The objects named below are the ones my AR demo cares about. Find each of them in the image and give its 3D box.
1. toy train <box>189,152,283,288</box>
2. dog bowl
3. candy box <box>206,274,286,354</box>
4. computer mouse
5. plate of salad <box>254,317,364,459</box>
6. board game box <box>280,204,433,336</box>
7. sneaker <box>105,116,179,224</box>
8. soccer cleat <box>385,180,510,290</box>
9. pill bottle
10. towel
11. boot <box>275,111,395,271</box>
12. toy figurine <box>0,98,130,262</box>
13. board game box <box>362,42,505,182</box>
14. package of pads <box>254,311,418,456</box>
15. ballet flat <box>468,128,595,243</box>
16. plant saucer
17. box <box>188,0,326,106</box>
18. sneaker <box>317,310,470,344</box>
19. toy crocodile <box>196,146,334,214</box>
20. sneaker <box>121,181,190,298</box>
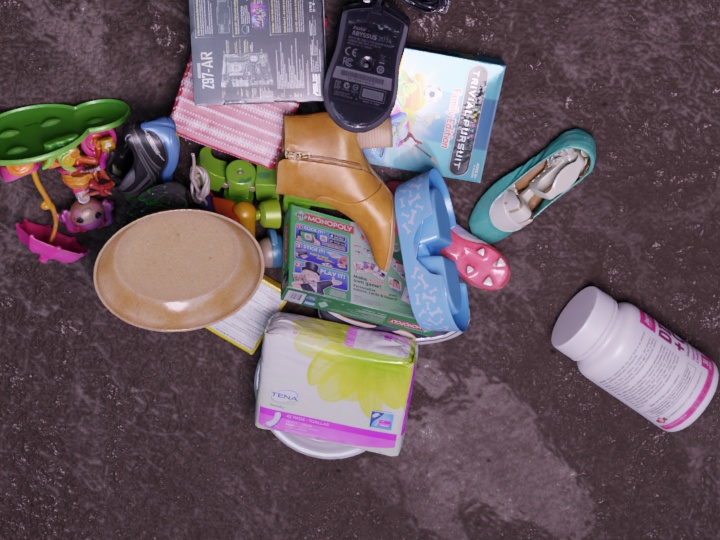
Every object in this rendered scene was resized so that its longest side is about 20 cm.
[{"bbox_3d":[-0.149,-0.069,1.487,0.115,0.085,0.200,-7,138,-14],"label":"toy train"},{"bbox_3d":[0.085,-0.021,1.462,0.049,0.111,0.201,-11,81,18],"label":"dog bowl"},{"bbox_3d":[-0.201,0.019,1.597,0.200,0.026,0.102,31,109,-10],"label":"candy box"},{"bbox_3d":[0.015,-0.258,1.433,0.138,0.053,0.200,17,90,-6],"label":"computer mouse"},{"bbox_3d":[-0.043,0.157,1.638,0.200,0.048,0.201,2,103,7],"label":"plate of salad"},{"bbox_3d":[0.000,0.000,1.515,0.200,0.135,0.029,15,137,-17],"label":"board game box"},{"bbox_3d":[-0.272,-0.117,1.489,0.083,0.071,0.200,0,145,-17],"label":"sneaker"},{"bbox_3d":[0.105,-0.041,1.554,0.200,0.076,0.067,35,88,8],"label":"soccer cleat"},{"bbox_3d":[0.356,0.113,1.585,0.200,0.113,0.113,34,107,-12],"label":"pill bottle"},{"bbox_3d":[-0.137,-0.240,1.479,0.144,0.022,0.200,20,96,-7],"label":"towel"},{"bbox_3d":[-0.031,-0.094,1.480,0.144,0.071,0.202,-4,102,-5],"label":"boot"},{"bbox_3d":[-0.368,-0.101,1.520,0.200,0.150,0.184,-19,126,-18],"label":"toy figurine"},{"bbox_3d":[0.065,-0.202,1.502,0.199,0.047,0.151,9,111,-3],"label":"board game box"},{"bbox_3d":[-0.032,0.143,1.561,0.199,0.068,0.155,11,117,4],"label":"package of pads"},{"bbox_3d":[0.215,-0.099,1.527,0.200,0.070,0.067,-42,108,15],"label":"ballet flat"},{"bbox_3d":[-0.215,-0.008,1.438,0.200,0.035,0.200,-8,136,-8],"label":"plant saucer"},{"bbox_3d":[-0.122,-0.297,1.438,0.160,0.044,0.201,-4,99,-5],"label":"box"},{"bbox_3d":[0.044,0.045,1.568,0.199,0.079,0.079,1,145,0],"label":"sneaker"},{"bbox_3d":[-0.111,-0.112,1.533,0.199,0.062,0.068,7,150,-4],"label":"toy crocodile"},{"bbox_3d":[-0.249,-0.033,1.508,0.078,0.085,0.200,36,129,13],"label":"sneaker"}]
